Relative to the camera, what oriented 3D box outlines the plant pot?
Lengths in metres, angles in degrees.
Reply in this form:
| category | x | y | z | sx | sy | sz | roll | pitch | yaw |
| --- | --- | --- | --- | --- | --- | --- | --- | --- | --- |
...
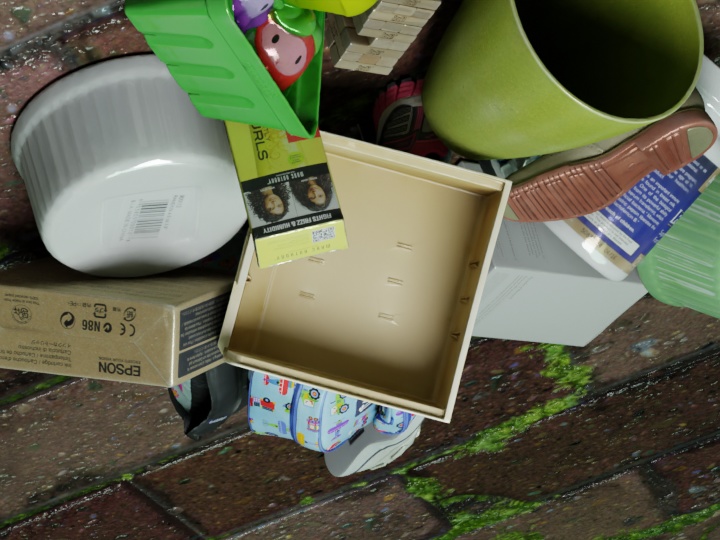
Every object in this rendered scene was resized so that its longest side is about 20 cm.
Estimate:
| category | x | y | z | sx | sy | sz | roll | pitch | yaw |
| --- | --- | --- | --- | --- | --- | --- | --- | --- | --- |
| plant pot | 0.140 | -0.168 | 1.644 | 0.186 | 0.189 | 0.200 | 3 | 160 | -31 |

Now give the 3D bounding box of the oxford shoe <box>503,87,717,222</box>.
| category | x | y | z | sx | sy | sz | roll | pitch | yaw |
| --- | --- | --- | --- | --- | --- | --- | --- | --- | --- |
| oxford shoe | 0.201 | -0.102 | 1.736 | 0.199 | 0.074 | 0.071 | -22 | 147 | 12 |

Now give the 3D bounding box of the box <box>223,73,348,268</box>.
| category | x | y | z | sx | sy | sz | roll | pitch | yaw |
| --- | --- | --- | --- | --- | --- | --- | --- | --- | --- |
| box | -0.067 | -0.104 | 1.597 | 0.075 | 0.201 | 0.050 | -12 | 152 | -4 |

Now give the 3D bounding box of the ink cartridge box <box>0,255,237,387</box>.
| category | x | y | z | sx | sy | sz | roll | pitch | yaw |
| --- | --- | --- | --- | --- | --- | --- | --- | --- | --- |
| ink cartridge box | -0.211 | 0.040 | 1.752 | 0.199 | 0.076 | 0.165 | 5 | -170 | 21 |

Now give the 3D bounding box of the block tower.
| category | x | y | z | sx | sy | sz | roll | pitch | yaw |
| --- | --- | --- | --- | --- | --- | --- | --- | --- | --- |
| block tower | 0.040 | -0.235 | 1.577 | 0.057 | 0.054 | 0.200 | 4 | 144 | -33 |

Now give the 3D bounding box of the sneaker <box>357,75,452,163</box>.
| category | x | y | z | sx | sy | sz | roll | pitch | yaw |
| --- | --- | --- | --- | --- | --- | --- | --- | --- | --- |
| sneaker | 0.037 | -0.085 | 1.812 | 0.080 | 0.075 | 0.200 | -11 | 151 | -9 |

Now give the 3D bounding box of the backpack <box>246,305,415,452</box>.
| category | x | y | z | sx | sy | sz | roll | pitch | yaw |
| --- | --- | --- | --- | --- | --- | --- | --- | --- | --- |
| backpack | -0.008 | 0.074 | 1.815 | 0.200 | 0.134 | 0.183 | -43 | 155 | -35 |

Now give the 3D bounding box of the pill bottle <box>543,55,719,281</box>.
| category | x | y | z | sx | sy | sz | roll | pitch | yaw |
| --- | --- | --- | --- | --- | --- | --- | --- | --- | --- |
| pill bottle | 0.251 | -0.099 | 1.805 | 0.200 | 0.116 | 0.116 | -49 | 143 | 9 |

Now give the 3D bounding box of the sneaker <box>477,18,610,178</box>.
| category | x | y | z | sx | sy | sz | roll | pitch | yaw |
| --- | --- | --- | --- | --- | --- | --- | --- | --- | --- |
| sneaker | 0.176 | -0.157 | 1.780 | 0.086 | 0.075 | 0.200 | -20 | 157 | -38 |

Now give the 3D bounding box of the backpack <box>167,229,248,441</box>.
| category | x | y | z | sx | sy | sz | roll | pitch | yaw |
| --- | --- | --- | --- | --- | --- | --- | --- | --- | --- |
| backpack | -0.123 | 0.054 | 1.912 | 0.166 | 0.127 | 0.200 | -33 | 159 | -13 |

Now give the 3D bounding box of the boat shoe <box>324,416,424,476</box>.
| category | x | y | z | sx | sy | sz | roll | pitch | yaw |
| --- | --- | --- | --- | --- | --- | --- | --- | --- | --- |
| boat shoe | 0.033 | 0.172 | 2.257 | 0.065 | 0.072 | 0.200 | -1 | 148 | -33 |

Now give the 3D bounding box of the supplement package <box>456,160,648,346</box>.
| category | x | y | z | sx | sy | sz | roll | pitch | yaw |
| --- | --- | --- | --- | --- | --- | --- | --- | --- | --- |
| supplement package | 0.156 | -0.012 | 1.947 | 0.199 | 0.122 | 0.120 | 7 | 144 | -34 |

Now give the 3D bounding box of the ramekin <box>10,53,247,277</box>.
| category | x | y | z | sx | sy | sz | roll | pitch | yaw |
| --- | --- | --- | --- | --- | --- | --- | --- | --- | --- |
| ramekin | -0.182 | -0.079 | 1.689 | 0.199 | 0.098 | 0.201 | -12 | 150 | -7 |

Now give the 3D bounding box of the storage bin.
| category | x | y | z | sx | sy | sz | roll | pitch | yaw |
| --- | --- | --- | --- | --- | --- | --- | --- | --- | --- |
| storage bin | 0.000 | 0.000 | 1.687 | 0.197 | 0.201 | 0.094 | 15 | 179 | -3 |

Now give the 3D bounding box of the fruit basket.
| category | x | y | z | sx | sy | sz | roll | pitch | yaw |
| --- | --- | --- | --- | --- | --- | --- | --- | --- | --- |
| fruit basket | -0.049 | -0.208 | 1.505 | 0.214 | 0.157 | 0.216 | 3 | 155 | 1 |

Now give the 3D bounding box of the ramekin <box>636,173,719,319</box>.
| category | x | y | z | sx | sy | sz | roll | pitch | yaw |
| --- | --- | --- | --- | --- | --- | --- | --- | --- | --- |
| ramekin | 0.356 | -0.046 | 1.909 | 0.199 | 0.097 | 0.201 | -23 | 125 | -36 |
